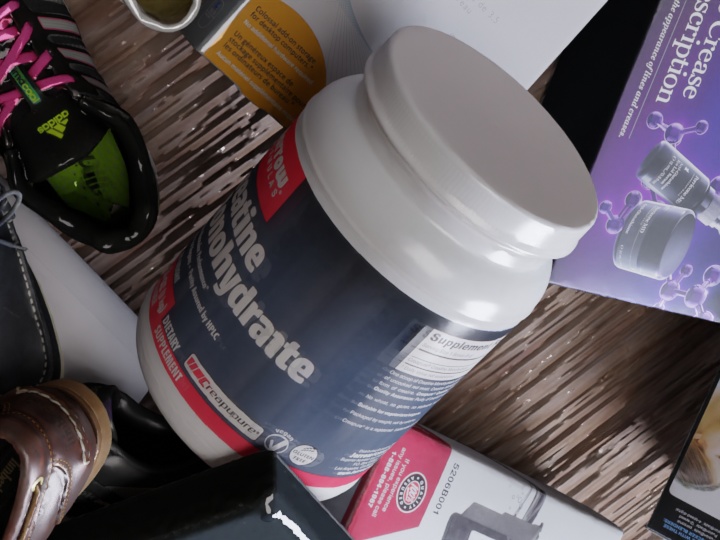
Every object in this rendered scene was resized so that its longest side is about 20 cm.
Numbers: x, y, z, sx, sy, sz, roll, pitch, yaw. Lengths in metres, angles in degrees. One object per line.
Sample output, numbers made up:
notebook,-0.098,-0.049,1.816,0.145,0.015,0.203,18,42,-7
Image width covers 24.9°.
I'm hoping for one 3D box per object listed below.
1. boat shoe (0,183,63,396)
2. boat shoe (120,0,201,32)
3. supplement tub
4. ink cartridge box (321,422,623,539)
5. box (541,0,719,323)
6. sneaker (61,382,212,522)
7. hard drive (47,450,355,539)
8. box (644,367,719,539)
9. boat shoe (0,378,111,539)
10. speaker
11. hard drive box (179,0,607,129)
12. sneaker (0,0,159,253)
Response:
boat shoe,-0.187,-0.019,0.713,0.074,0.062,0.202,-31,109,-26
boat shoe,-0.111,-0.191,0.699,0.074,0.086,0.203,-16,125,-3
supplement tub,0.000,0.000,0.766,0.140,0.141,0.200,26,122,-29
ink cartridge box,0.041,0.174,0.955,0.199,0.083,0.146,28,86,-34
box,0.181,-0.084,0.921,0.140,0.079,0.202,11,109,-28
sneaker,-0.154,0.081,0.787,0.198,0.076,0.088,14,126,-18
hard drive,-0.055,0.172,0.802,0.138,0.033,0.200,-21,134,17
box,0.250,0.071,0.994,0.116,0.060,0.202,-18,132,-67
boat shoe,-0.187,0.129,0.722,0.070,0.070,0.201,37,111,6
speaker,-0.187,-0.001,0.811,0.081,0.081,0.200,-40,122,0
hard drive box,0.025,-0.150,0.827,0.156,0.077,0.200,38,96,-32
sneaker,-0.154,-0.085,0.779,0.073,0.088,0.201,-34,121,-3
